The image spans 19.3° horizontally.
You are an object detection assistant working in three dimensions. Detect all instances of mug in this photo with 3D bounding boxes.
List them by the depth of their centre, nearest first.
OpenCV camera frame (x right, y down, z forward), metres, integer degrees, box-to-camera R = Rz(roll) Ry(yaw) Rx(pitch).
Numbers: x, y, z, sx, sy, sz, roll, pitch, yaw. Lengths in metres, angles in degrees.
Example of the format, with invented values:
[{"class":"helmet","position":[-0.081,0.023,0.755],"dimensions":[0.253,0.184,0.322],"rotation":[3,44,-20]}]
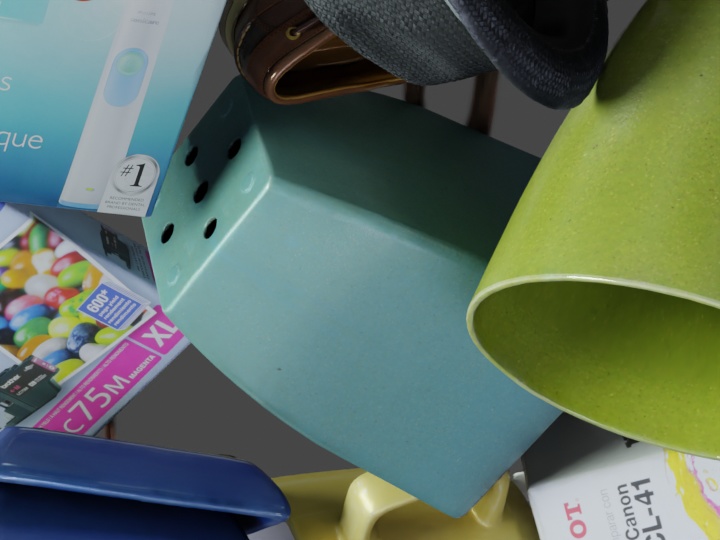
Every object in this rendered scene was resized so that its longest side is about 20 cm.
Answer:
[{"class":"mug","position":[0.029,0.175,1.196],"dimensions":[0.152,0.186,0.151],"rotation":[-12,90,-21]}]

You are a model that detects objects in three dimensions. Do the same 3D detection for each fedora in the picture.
[{"class":"fedora","position":[0.023,-0.150,0.898],"dimensions":[0.091,0.202,0.200],"rotation":[-22,139,29]}]

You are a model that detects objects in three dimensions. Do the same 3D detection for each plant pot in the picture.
[{"class":"plant pot","position":[0.163,-0.042,0.942],"dimensions":[0.185,0.202,0.187],"rotation":[16,159,6]},{"class":"plant pot","position":[0.000,0.000,1.040],"dimensions":[0.199,0.142,0.141],"rotation":[25,119,-32]},{"class":"plant pot","position":[-0.151,0.187,1.094],"dimensions":[0.198,0.182,0.200],"rotation":[11,161,-27]}]

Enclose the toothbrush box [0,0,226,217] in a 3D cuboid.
[{"class":"toothbrush box","position":[-0.136,-0.131,0.905],"dimensions":[0.145,0.086,0.201],"rotation":[6,127,-25]}]

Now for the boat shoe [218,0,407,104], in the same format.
[{"class":"boat shoe","position":[0.036,-0.119,0.992],"dimensions":[0.198,0.068,0.072],"rotation":[-14,134,-8]}]

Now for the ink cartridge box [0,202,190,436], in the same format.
[{"class":"ink cartridge box","position":[-0.184,0.013,1.051],"dimensions":[0.119,0.042,0.199],"rotation":[-43,130,19]}]

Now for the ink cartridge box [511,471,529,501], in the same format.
[{"class":"ink cartridge box","position":[0.181,0.175,1.253],"dimensions":[0.198,0.068,0.117],"rotation":[6,155,0]}]

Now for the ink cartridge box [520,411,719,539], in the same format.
[{"class":"ink cartridge box","position":[0.197,0.138,1.131],"dimensions":[0.198,0.086,0.149],"rotation":[-15,107,5]}]
